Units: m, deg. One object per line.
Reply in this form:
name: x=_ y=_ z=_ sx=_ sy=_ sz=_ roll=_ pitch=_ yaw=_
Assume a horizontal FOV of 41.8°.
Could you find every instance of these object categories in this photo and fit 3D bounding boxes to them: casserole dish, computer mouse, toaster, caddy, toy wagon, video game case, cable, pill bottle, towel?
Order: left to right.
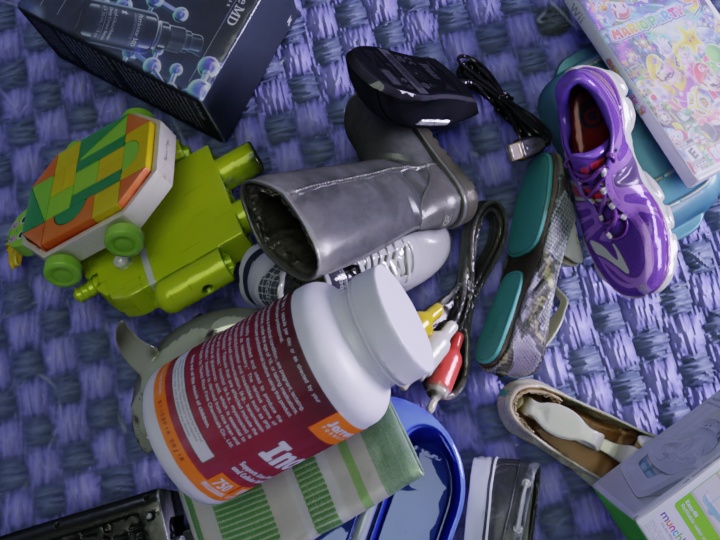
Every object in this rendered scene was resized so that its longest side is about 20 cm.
toy wagon: x=-0.249 y=-0.060 z=0.838 sx=0.198 sy=0.040 sz=0.157 roll=-24 pitch=46 yaw=20
toaster: x=-0.216 y=0.291 z=0.762 sx=0.197 sy=0.119 sz=0.183 roll=-17 pitch=77 yaw=1
towel: x=-0.061 y=0.145 z=0.755 sx=0.199 sy=0.023 sz=0.154 roll=-33 pitch=61 yaw=12
pill bottle: x=-0.051 y=0.081 z=0.693 sx=0.198 sy=0.113 sz=0.114 roll=-30 pitch=77 yaw=14
caddy: x=0.005 y=0.203 z=0.769 sx=0.140 sy=0.105 sz=0.203 roll=19 pitch=80 yaw=7
computer mouse: x=0.076 y=-0.131 z=0.804 sx=0.141 sy=0.199 sz=0.046 roll=49 pitch=125 yaw=24
cable: x=0.090 y=0.032 z=0.812 sx=0.097 sy=0.050 sz=0.201 roll=47 pitch=67 yaw=-23
casserole dish: x=0.245 y=-0.120 z=0.852 sx=0.120 sy=0.039 sz=0.202 roll=-28 pitch=77 yaw=-2
video game case: x=0.287 y=-0.184 z=0.844 sx=0.142 sy=0.018 sz=0.202 roll=-24 pitch=77 yaw=-26

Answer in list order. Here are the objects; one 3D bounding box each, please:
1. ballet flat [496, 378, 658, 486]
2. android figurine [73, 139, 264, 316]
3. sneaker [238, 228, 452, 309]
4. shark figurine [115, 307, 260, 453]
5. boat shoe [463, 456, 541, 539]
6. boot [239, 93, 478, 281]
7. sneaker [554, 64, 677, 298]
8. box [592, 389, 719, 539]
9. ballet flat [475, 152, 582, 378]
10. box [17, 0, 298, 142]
ballet flat: x=0.204 y=0.152 z=0.788 sx=0.198 sy=0.062 sz=0.068 roll=24 pitch=81 yaw=8
android figurine: x=-0.170 y=-0.038 z=0.839 sx=0.198 sy=0.041 sz=0.183 roll=-26 pitch=51 yaw=1
sneaker: x=0.000 y=0.000 z=0.794 sx=0.198 sy=0.080 sz=0.078 roll=-16 pitch=101 yaw=-25
shark figurine: x=-0.124 y=0.059 z=0.828 sx=0.212 sy=0.090 sz=0.129 roll=-24 pitch=111 yaw=7
boat shoe: x=0.120 y=0.255 z=0.768 sx=0.067 sy=0.074 sz=0.202 roll=0 pitch=69 yaw=19
boot: x=-0.017 y=-0.076 z=0.781 sx=0.198 sy=0.073 sz=0.182 roll=-20 pitch=51 yaw=-35
sneaker: x=0.200 y=-0.072 z=0.790 sx=0.080 sy=0.083 sz=0.203 roll=-20 pitch=87 yaw=32
box: x=0.312 y=0.205 z=0.723 sx=0.176 sy=0.097 sz=0.201 roll=-36 pitch=97 yaw=-4
ballet flat: x=0.157 y=0.000 z=0.828 sx=0.071 sy=0.072 sz=0.203 roll=16 pitch=80 yaw=7
box: x=-0.182 y=-0.240 z=0.873 sx=0.198 sy=0.107 sz=0.150 roll=27 pitch=81 yaw=8
